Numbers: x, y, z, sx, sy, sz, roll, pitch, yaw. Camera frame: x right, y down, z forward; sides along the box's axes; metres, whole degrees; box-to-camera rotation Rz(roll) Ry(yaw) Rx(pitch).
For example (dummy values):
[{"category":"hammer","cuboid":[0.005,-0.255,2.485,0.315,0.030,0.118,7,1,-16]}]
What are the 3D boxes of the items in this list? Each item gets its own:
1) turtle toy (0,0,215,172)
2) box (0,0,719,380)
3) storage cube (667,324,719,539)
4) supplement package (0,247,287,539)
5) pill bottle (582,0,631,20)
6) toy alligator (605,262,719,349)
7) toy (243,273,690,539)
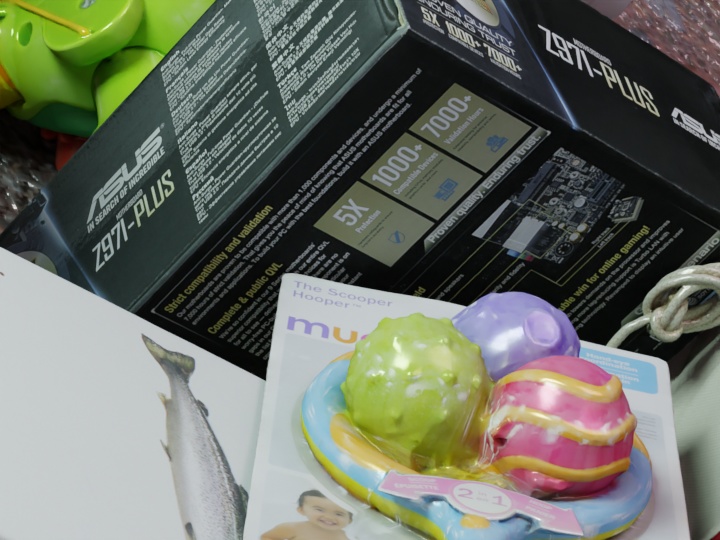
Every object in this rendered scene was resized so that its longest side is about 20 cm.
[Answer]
[{"category":"turtle toy","cuboid":[-0.072,-0.079,0.993,0.101,0.146,0.200,55,17,-32]},{"category":"box","cuboid":[0.000,0.000,0.884,0.164,0.200,0.086,26,31,-34]},{"category":"storage cube","cuboid":[0.159,0.093,0.903,0.180,0.171,0.200,36,26,-17]},{"category":"supplement package","cuboid":[-0.090,0.080,0.723,0.200,0.117,0.117,28,28,-33]},{"category":"pill bottle","cuboid":[0.045,-0.171,1.317,0.200,0.111,0.111,15,38,-47]},{"category":"toy alligator","cuboid":[0.028,0.060,0.847,0.059,0.200,0.054,56,12,-40]},{"category":"toy","cuboid":[0.033,0.042,0.725,0.115,0.047,0.200,14,28,-4]}]
